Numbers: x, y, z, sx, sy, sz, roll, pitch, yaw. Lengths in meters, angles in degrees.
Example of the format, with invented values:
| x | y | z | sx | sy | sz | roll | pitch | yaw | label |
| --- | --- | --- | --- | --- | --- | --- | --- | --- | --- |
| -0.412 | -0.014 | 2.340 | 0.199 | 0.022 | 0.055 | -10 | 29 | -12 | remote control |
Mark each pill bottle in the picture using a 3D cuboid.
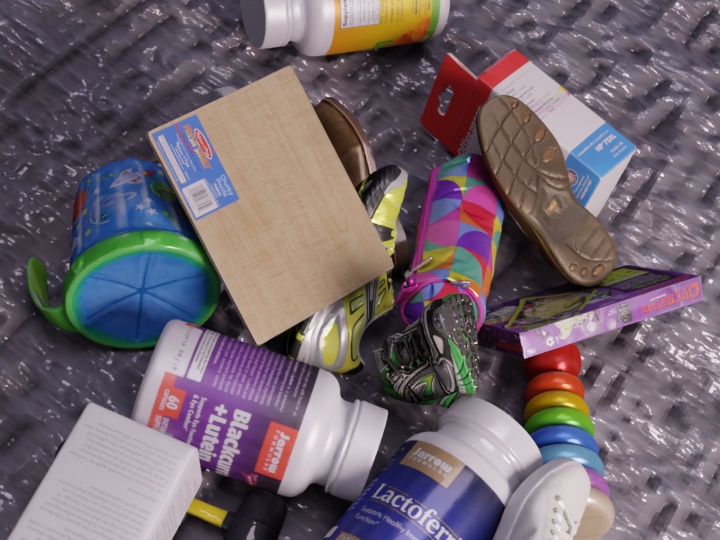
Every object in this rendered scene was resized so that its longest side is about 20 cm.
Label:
| x | y | z | sx | sy | sz | roll | pitch | yaw | label |
| --- | --- | --- | --- | --- | --- | --- | --- | --- | --- |
| 0.056 | 0.205 | 1.192 | 0.116 | 0.116 | 0.200 | 37 | 64 | 12 | pill bottle |
| -0.018 | -0.282 | 1.520 | 0.199 | 0.111 | 0.111 | -11 | 60 | -20 | pill bottle |
| -0.084 | 0.123 | 1.228 | 0.199 | 0.112 | 0.112 | 19 | 54 | -1 | pill bottle |

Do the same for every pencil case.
| x | y | z | sx | sy | sz | roll | pitch | yaw | label |
| --- | --- | --- | --- | --- | --- | --- | --- | --- | --- |
| 0.088 | -0.023 | 1.370 | 0.088 | 0.089 | 0.200 | 18 | 42 | -2 | pencil case |

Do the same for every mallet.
| x | y | z | sx | sy | sz | roll | pitch | yaw | label |
| --- | --- | --- | --- | --- | --- | --- | --- | --- | --- |
| -0.155 | 0.180 | 1.221 | 0.200 | 0.041 | 0.066 | 28 | 56 | 10 | mallet |

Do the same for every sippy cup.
| x | y | z | sx | sy | sz | roll | pitch | yaw | label |
| --- | --- | --- | --- | --- | --- | --- | --- | --- | --- |
| -0.198 | -0.023 | 1.291 | 0.177 | 0.140 | 0.131 | 3 | 47 | -21 | sippy cup |

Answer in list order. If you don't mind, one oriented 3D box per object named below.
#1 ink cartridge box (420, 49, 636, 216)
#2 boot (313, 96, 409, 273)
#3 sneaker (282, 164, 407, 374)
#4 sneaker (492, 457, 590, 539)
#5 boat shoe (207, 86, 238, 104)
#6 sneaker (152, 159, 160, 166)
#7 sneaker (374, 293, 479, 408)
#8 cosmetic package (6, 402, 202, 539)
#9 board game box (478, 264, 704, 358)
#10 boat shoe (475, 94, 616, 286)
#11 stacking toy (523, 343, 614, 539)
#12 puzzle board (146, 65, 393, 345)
| x | y | z | sx | sy | sz | roll | pitch | yaw | label |
| --- | --- | --- | --- | --- | --- | --- | --- | --- | --- |
| 0.163 | -0.134 | 1.462 | 0.200 | 0.116 | 0.067 | 42 | 56 | 14 | ink cartridge box |
| -0.021 | -0.081 | 1.413 | 0.075 | 0.074 | 0.201 | -16 | 64 | -12 | boot |
| 0.000 | 0.000 | 1.334 | 0.076 | 0.075 | 0.201 | 26 | 87 | -14 | sneaker |
| 0.143 | 0.230 | 1.139 | 0.084 | 0.073 | 0.200 | 3 | 43 | 43 | sneaker |
| -0.089 | -0.078 | 1.328 | 0.064 | 0.201 | 0.071 | -23 | 29 | -21 | boat shoe |
| -0.133 | -0.104 | 1.408 | 0.199 | 0.075 | 0.116 | -10 | 35 | -7 | sneaker |
| 0.056 | 0.078 | 1.249 | 0.085 | 0.200 | 0.078 | -2 | 68 | -3 | sneaker |
| -0.212 | 0.216 | 1.137 | 0.101 | 0.071 | 0.200 | 22 | 61 | 10 | cosmetic package |
| 0.203 | 0.036 | 1.364 | 0.199 | 0.120 | 0.032 | -15 | 97 | -22 | board game box |
| 0.165 | -0.071 | 1.392 | 0.072 | 0.068 | 0.200 | -33 | 95 | -15 | boat shoe |
| 0.174 | 0.142 | 1.309 | 0.085 | 0.086 | 0.200 | 7 | 49 | -9 | stacking toy |
| -0.076 | -0.057 | 1.254 | 0.150 | 0.017 | 0.200 | -29 | 93 | -27 | puzzle board |
